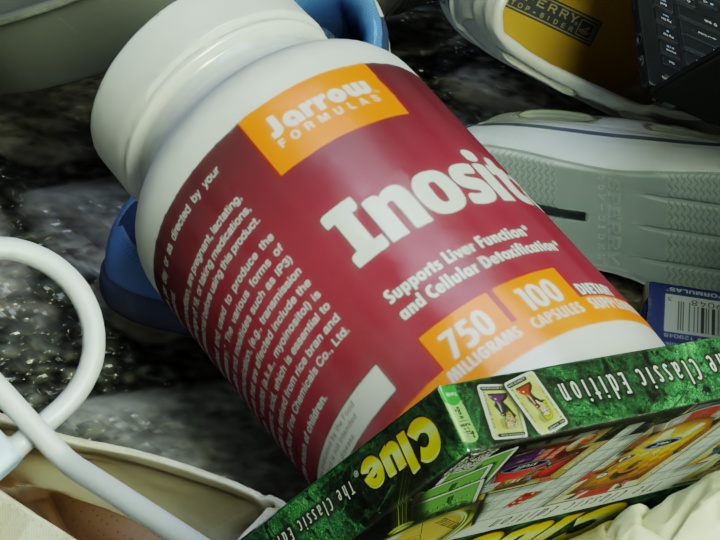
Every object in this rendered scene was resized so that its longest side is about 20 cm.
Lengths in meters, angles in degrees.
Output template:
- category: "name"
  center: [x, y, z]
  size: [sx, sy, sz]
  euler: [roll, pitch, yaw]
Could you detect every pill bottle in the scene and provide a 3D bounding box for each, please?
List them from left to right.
- category: "pill bottle"
  center: [0.000, 0.000, 0.832]
  size: [0.113, 0.113, 0.200]
  euler: [-18, 54, -36]

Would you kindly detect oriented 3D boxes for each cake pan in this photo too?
- category: "cake pan"
  center: [-0.079, -0.123, 1.048]
  size: [0.200, 0.037, 0.200]
  euler: [-21, 16, 6]

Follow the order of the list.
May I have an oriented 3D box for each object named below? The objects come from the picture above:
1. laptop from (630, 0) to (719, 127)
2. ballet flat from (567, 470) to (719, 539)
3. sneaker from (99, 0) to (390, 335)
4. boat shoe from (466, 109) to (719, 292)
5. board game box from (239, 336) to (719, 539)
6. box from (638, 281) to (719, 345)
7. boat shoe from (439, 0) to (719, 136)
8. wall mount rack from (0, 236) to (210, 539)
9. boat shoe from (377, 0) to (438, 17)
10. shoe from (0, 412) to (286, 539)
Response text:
- category: "laptop"
  center: [0.195, -0.080, 0.905]
  size: [0.177, 0.103, 0.200]
  euler: [22, 36, -15]
- category: "ballet flat"
  center: [0.130, 0.087, 0.744]
  size: [0.200, 0.070, 0.070]
  euler: [7, 31, -4]
- category: "sneaker"
  center: [-0.041, -0.045, 0.967]
  size: [0.074, 0.082, 0.200]
  euler: [16, 34, 11]
- category: "boat shoe"
  center: [0.125, -0.028, 0.980]
  size: [0.200, 0.074, 0.067]
  euler: [17, 33, 16]
- category: "board game box"
  center: [0.060, 0.052, 0.716]
  size: [0.200, 0.105, 0.023]
  euler: [-7, 67, -45]
- category: "box"
  center: [0.148, 0.077, 0.853]
  size: [0.121, 0.032, 0.200]
  euler: [9, 32, 3]
- category: "boat shoe"
  center: [0.128, -0.080, 1.001]
  size: [0.200, 0.071, 0.070]
  euler: [20, 15, -23]
- category: "wall mount rack"
  center: [-0.131, 0.073, 0.716]
  size: [0.174, 0.075, 0.200]
  euler: [45, 70, 8]
- category: "boat shoe"
  center: [0.045, -0.155, 1.066]
  size: [0.065, 0.202, 0.075]
  euler: [-9, 76, -26]
- category: "shoe"
  center: [-0.058, 0.091, 0.767]
  size: [0.200, 0.053, 0.070]
  euler: [19, 33, 19]
